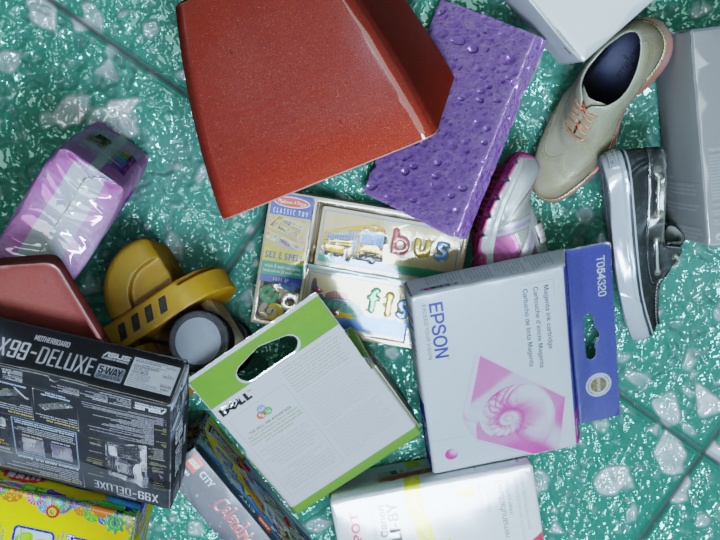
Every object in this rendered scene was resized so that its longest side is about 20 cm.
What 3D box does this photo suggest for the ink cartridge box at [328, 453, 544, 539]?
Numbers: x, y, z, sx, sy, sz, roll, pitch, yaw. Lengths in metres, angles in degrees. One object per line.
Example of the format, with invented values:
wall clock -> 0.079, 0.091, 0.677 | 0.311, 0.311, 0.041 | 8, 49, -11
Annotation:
ink cartridge box -> 0.076, 0.264, 1.314 | 0.199, 0.083, 0.146 | -10, 99, -1

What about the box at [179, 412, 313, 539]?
box -> -0.103, 0.237, 1.278 | 0.038, 0.137, 0.200 | -38, 97, 4

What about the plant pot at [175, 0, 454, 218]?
plant pot -> -0.049, -0.187, 1.159 | 0.199, 0.200, 0.177 | -20, 107, 16

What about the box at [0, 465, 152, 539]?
box -> -0.298, 0.233, 1.240 | 0.191, 0.200, 0.123 | 12, 97, -4

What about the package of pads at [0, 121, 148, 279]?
package of pads -> -0.256, -0.059, 1.202 | 0.076, 0.200, 0.121 | 35, 99, -10

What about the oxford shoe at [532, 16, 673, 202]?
oxford shoe -> 0.209, -0.149, 1.247 | 0.071, 0.074, 0.201 | 38, 115, 20

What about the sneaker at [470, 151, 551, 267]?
sneaker -> 0.149, -0.014, 1.285 | 0.088, 0.081, 0.201 | 9, 106, -5

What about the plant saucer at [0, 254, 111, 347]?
plant saucer -> -0.297, 0.058, 1.144 | 0.198, 0.037, 0.201 | -3, 134, 20

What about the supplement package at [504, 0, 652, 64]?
supplement package -> 0.230, -0.296, 1.226 | 0.200, 0.117, 0.117 | -42, 97, 3

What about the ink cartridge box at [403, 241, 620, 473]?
ink cartridge box -> 0.150, 0.084, 1.258 | 0.199, 0.043, 0.197 | -11, 117, -3

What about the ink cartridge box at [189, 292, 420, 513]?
ink cartridge box -> -0.057, 0.109, 1.253 | 0.147, 0.076, 0.200 | -33, 123, 2

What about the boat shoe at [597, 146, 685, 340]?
boat shoe -> 0.271, -0.022, 1.263 | 0.070, 0.072, 0.201 | -9, 120, 7

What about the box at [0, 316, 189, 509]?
box -> -0.246, 0.119, 1.131 | 0.199, 0.050, 0.158 | 12, 138, 3

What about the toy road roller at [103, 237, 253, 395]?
toy road roller -> -0.206, 0.061, 1.264 | 0.199, 0.123, 0.146 | -32, 81, 4

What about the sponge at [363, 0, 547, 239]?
sponge -> 0.087, -0.142, 1.260 | 0.111, 0.030, 0.201 | 26, 99, 29

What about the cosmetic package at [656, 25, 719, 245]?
cosmetic package -> 0.335, -0.129, 1.256 | 0.090, 0.107, 0.201 | -5, 99, -7

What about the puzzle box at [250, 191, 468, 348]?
puzzle box -> 0.000, 0.000, 1.305 | 0.199, 0.025, 0.134 | 9, 97, -3
